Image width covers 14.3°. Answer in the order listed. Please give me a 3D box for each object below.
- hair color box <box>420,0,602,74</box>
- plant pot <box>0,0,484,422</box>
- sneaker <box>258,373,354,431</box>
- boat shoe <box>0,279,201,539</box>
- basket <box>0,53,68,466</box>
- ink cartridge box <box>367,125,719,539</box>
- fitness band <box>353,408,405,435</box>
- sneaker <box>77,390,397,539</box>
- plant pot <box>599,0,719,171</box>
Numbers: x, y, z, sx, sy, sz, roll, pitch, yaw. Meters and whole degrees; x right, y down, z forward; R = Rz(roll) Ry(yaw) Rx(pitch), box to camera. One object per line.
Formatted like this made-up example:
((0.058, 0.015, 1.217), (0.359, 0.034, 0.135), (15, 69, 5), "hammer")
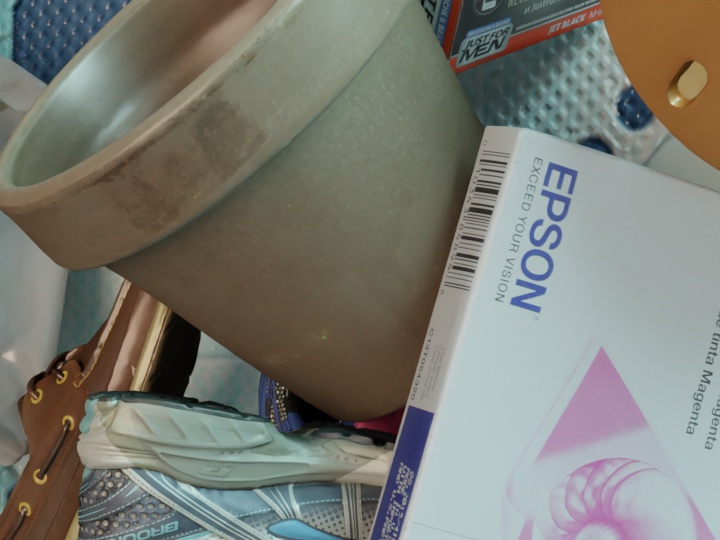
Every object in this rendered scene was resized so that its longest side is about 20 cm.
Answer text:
((0.010, -0.171, 1.276), (0.200, 0.111, 0.064), (37, 132, 31), "hair color box")
((-0.021, -0.036, 1.171), (0.200, 0.200, 0.175), (-31, 110, 29), "plant pot")
((0.000, 0.000, 1.287), (0.075, 0.078, 0.200), (6, 98, -5), "sneaker")
((-0.125, 0.067, 1.311), (0.068, 0.072, 0.200), (23, 103, 9), "boat shoe")
((-0.230, -0.007, 1.391), (0.123, 0.136, 0.200), (-19, 53, 35), "basket")
((0.116, 0.064, 1.137), (0.043, 0.200, 0.197), (-172, 97, -70), "ink cartridge box")
((0.093, 0.093, 1.214), (0.200, 0.037, 0.144), (25, 89, 8), "fitness band")
((-0.021, 0.104, 1.159), (0.078, 0.200, 0.086), (-164, 85, -77), "sneaker")
((0.188, -0.121, 1.121), (0.140, 0.200, 0.200), (-42, 64, 43), "plant pot")
